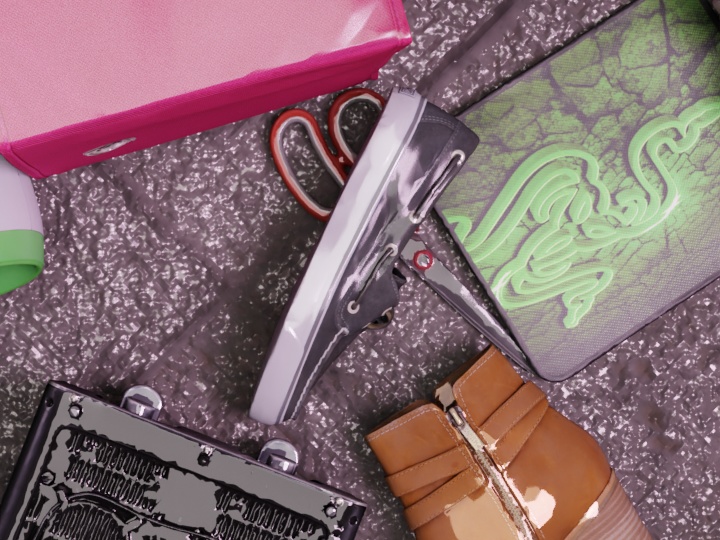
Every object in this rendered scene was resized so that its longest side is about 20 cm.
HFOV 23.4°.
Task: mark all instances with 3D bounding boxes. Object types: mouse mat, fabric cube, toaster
[{"bbox_3d":[0.146,-0.053,0.985,0.200,0.008,0.161,-33,93,-5],"label":"mouse mat"},{"bbox_3d":[-0.101,-0.170,0.878,0.198,0.196,0.201,-15,92,-5],"label":"fabric cube"},{"bbox_3d":[-0.110,0.173,0.923,0.180,0.119,0.201,21,89,-3],"label":"toaster"}]

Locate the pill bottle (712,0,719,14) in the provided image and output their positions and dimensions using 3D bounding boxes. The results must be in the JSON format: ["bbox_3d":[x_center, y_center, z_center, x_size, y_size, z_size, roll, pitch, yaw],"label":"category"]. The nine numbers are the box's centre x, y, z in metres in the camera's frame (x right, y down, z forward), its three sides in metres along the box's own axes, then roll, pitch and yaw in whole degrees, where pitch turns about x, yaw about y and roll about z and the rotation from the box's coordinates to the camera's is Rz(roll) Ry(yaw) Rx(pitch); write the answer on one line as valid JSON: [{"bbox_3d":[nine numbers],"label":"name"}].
[{"bbox_3d":[0.288,-0.098,0.942,0.120,0.120,0.200,-41,94,-2],"label":"pill bottle"}]

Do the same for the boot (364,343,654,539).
[{"bbox_3d":[0.049,0.153,0.959,0.200,0.074,0.155,-40,95,-14],"label":"boot"}]

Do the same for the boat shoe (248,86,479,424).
[{"bbox_3d":[0.000,0.000,0.943,0.056,0.069,0.201,25,98,-3],"label":"boat shoe"}]

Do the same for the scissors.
[{"bbox_3d":[0.022,-0.011,0.982,0.073,0.014,0.201,-31,94,-5],"label":"scissors"}]

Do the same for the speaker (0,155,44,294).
[{"bbox_3d":[-0.229,-0.085,0.911,0.088,0.088,0.201,-18,80,-3],"label":"speaker"}]
